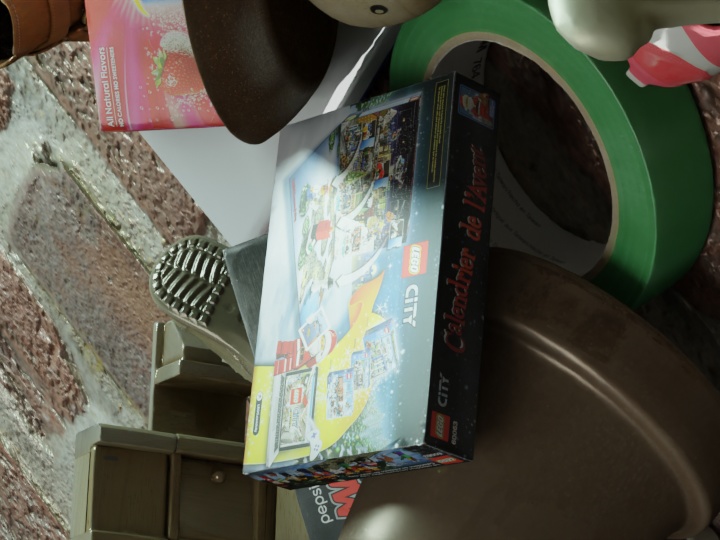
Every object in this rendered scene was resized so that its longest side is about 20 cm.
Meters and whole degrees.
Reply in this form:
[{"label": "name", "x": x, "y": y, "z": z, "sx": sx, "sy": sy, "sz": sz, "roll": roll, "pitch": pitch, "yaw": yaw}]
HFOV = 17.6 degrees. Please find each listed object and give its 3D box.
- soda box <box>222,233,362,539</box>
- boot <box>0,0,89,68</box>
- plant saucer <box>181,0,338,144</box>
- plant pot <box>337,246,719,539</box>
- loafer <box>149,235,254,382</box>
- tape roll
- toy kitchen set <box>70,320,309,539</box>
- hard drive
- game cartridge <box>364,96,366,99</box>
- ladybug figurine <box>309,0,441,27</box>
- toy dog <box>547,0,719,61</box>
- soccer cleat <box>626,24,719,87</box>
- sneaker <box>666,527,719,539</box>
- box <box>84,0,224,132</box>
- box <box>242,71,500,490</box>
[{"label": "soda box", "x": -0.018, "y": 0.074, "z": 1.369, "sx": 0.063, "sy": 0.070, "sz": 0.201, "roll": 56, "pitch": -165, "yaw": -72}, {"label": "boot", "x": -0.158, "y": -0.199, "z": 1.402, "sx": 0.077, "sy": 0.155, "sz": 0.200, "roll": 57, "pitch": 148, "yaw": 6}, {"label": "plant saucer", "x": -0.047, "y": -0.168, "z": 1.232, "sx": 0.036, "sy": 0.201, "sz": 0.202, "roll": -2, "pitch": 119, "yaw": 17}, {"label": "plant pot", "x": 0.081, "y": 0.116, "z": 1.247, "sx": 0.200, "sy": 0.175, "sz": 0.201, "roll": 34, "pitch": 159, "yaw": 15}, {"label": "loafer", "x": -0.042, "y": 0.046, "z": 1.456, "sx": 0.200, "sy": 0.076, "sz": 0.068, "roll": 35, "pitch": 173, "yaw": 23}, {"label": "tape roll", "x": 0.099, "y": -0.067, "z": 1.251, "sx": 0.200, "sy": 0.048, "sz": 0.201, "roll": 34, "pitch": 139, "yaw": 35}, {"label": "toy kitchen set", "x": -0.061, "y": 0.100, "z": 1.500, "sx": 0.180, "sy": 0.199, "sz": 0.164, "roll": -27, "pitch": 58, "yaw": 58}, {"label": "hard drive", "x": -0.057, "y": -0.122, "z": 1.386, "sx": 0.132, "sy": 0.025, "sz": 0.200, "roll": 50, "pitch": 129, "yaw": 22}, {"label": "game cartridge", "x": -0.018, "y": -0.027, "z": 1.458, "sx": 0.133, "sy": 0.041, "sz": 0.201, "roll": 15, "pitch": 127, "yaw": 53}, {"label": "ladybug figurine", "x": 0.015, "y": -0.216, "z": 1.162, "sx": 0.072, "sy": 0.135, "sz": 0.201, "roll": 28, "pitch": 130, "yaw": 53}, {"label": "toy dog", "x": 0.164, "y": -0.214, "z": 0.992, "sx": 0.200, "sy": 0.139, "sz": 0.195, "roll": 108, "pitch": 161, "yaw": -51}, {"label": "soccer cleat", "x": 0.121, "y": -0.181, "z": 1.120, "sx": 0.076, "sy": 0.067, "sz": 0.201, "roll": -29, "pitch": 93, "yaw": 52}, {"label": "sneaker", "x": 0.119, "y": 0.166, "z": 1.373, "sx": 0.199, "sy": 0.084, "sz": 0.075, "roll": 10, "pitch": 123, "yaw": 51}, {"label": "box", "x": -0.097, "y": -0.182, "z": 1.301, "sx": 0.099, "sy": 0.095, "sz": 0.201, "roll": -2, "pitch": 102, "yaw": 17}, {"label": "box", "x": 0.006, "y": 0.008, "z": 1.225, "sx": 0.136, "sy": 0.038, "sz": 0.201, "roll": -13, "pitch": 64, "yaw": 44}]
